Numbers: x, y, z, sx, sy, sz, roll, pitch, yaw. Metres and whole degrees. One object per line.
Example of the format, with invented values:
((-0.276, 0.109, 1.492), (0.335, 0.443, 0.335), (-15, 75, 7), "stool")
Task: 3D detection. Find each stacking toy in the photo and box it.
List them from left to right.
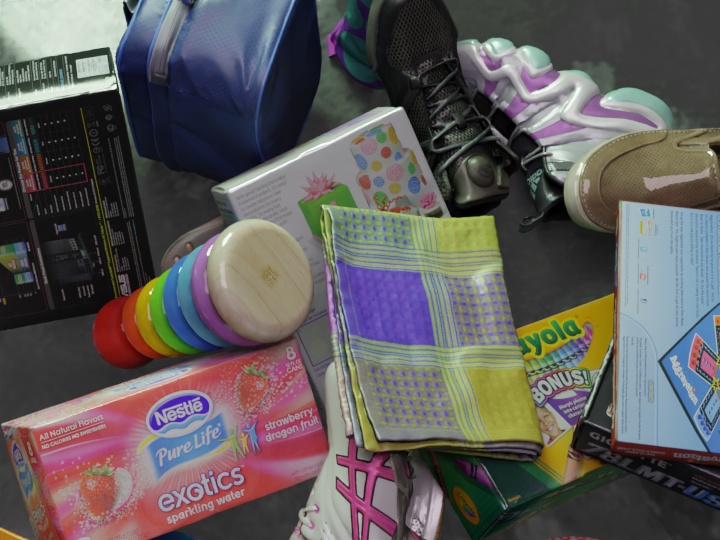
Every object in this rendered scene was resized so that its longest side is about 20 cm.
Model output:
((-0.125, 0.026, 1.334), (0.085, 0.200, 0.086), (14, 68, -39), "stacking toy")

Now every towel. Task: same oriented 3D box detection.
((0.047, 0.041, 1.288), (0.143, 0.023, 0.200), (6, 55, -22), "towel")

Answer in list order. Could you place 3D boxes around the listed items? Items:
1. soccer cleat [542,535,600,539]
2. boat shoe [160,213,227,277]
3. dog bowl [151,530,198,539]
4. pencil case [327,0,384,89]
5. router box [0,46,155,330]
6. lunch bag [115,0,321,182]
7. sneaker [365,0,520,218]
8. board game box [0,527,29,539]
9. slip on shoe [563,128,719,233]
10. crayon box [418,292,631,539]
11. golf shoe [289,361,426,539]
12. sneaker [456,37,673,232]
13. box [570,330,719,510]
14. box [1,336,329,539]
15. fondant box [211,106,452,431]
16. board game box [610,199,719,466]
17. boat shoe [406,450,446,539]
((0.192, 0.217, 1.313), (0.200, 0.085, 0.069), (8, 66, 3), "soccer cleat")
((-0.061, -0.036, 1.424), (0.200, 0.073, 0.075), (-22, 102, -8), "boat shoe")
((-0.138, 0.282, 1.301), (0.111, 0.050, 0.200), (-5, 66, -3), "dog bowl")
((0.020, -0.222, 1.448), (0.092, 0.200, 0.085), (-1, 63, -1), "pencil case")
((-0.236, -0.054, 1.372), (0.150, 0.200, 0.062), (-11, 39, -7), "router box")
((-0.113, -0.157, 1.417), (0.132, 0.200, 0.136), (16, 64, 9), "lunch bag")
((0.065, -0.118, 1.390), (0.076, 0.200, 0.114), (-24, 33, -22), "sneaker")
((-0.244, 0.267, 1.184), (0.200, 0.200, 0.200), (18, 75, 25), "board game box")
((0.248, -0.070, 1.422), (0.200, 0.061, 0.076), (-5, 89, -27), "slip on shoe")
((0.135, 0.101, 1.341), (0.200, 0.058, 0.119), (-18, 67, -34), "crayon box")
((-0.006, 0.156, 1.269), (0.092, 0.073, 0.200), (-10, 76, -5), "golf shoe")
((0.133, -0.093, 1.458), (0.200, 0.078, 0.140), (17, 66, 8), "sneaker")
((0.271, 0.074, 1.313), (0.200, 0.050, 0.199), (22, 56, 9), "box")
((-0.133, 0.121, 1.309), (0.200, 0.095, 0.103), (-18, 94, -23), "box")
((0.000, 0.000, 1.373), (0.144, 0.058, 0.200), (-27, 103, -12), "fondant box")
((0.225, 0.041, 1.290), (0.103, 0.019, 0.200), (6, 55, 1), "board game box")
((0.022, 0.184, 1.334), (0.069, 0.071, 0.200), (8, 67, 1), "boat shoe")
